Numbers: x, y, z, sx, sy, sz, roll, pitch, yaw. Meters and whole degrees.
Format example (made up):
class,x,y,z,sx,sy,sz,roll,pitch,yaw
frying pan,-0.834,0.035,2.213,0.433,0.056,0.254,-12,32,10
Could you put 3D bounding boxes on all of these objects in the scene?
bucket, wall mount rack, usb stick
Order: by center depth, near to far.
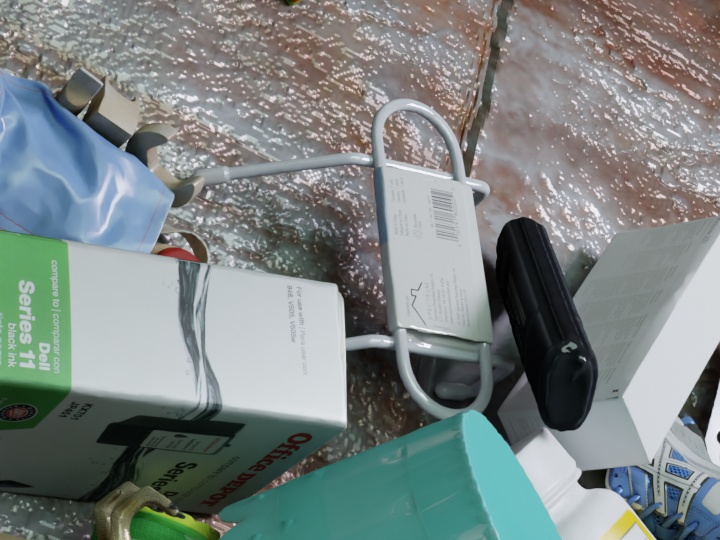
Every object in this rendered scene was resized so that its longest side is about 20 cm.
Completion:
class,x,y,z,sx,sy,sz,roll,pitch,yaw
bucket,0.033,0.176,1.254,0.207,0.135,0.207,60,11,-20
usb stick,0.102,0.027,1.442,0.033,0.056,0.200,0,22,-5
wall mount rack,0.000,0.000,1.446,0.174,0.075,0.200,11,60,-32

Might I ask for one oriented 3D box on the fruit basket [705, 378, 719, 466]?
class,x,y,z,sx,sy,sz,roll,pitch,yaw
fruit basket,0.299,0.137,1.546,0.200,0.094,0.185,29,53,-12

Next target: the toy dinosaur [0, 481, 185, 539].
class,x,y,z,sx,sy,sz,roll,pitch,yaw
toy dinosaur,-0.128,0.150,1.239,0.200,0.058,0.101,35,77,8

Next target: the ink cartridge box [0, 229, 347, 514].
class,x,y,z,sx,sy,sz,roll,pitch,yaw
ink cartridge box,-0.124,0.055,1.285,0.200,0.147,0.083,9,63,-28

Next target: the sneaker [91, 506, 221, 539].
class,x,y,z,sx,sy,sz,roll,pitch,yaw
sneaker,-0.076,0.205,1.282,0.084,0.074,0.200,-28,82,-43

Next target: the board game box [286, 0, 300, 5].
class,x,y,z,sx,sy,sz,roll,pitch,yaw
board game box,-0.064,-0.269,1.526,0.048,0.102,0.200,-36,87,-39

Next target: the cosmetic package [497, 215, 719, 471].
class,x,y,z,sx,sy,sz,roll,pitch,yaw
cosmetic package,0.158,0.042,1.487,0.200,0.082,0.051,-51,122,-49

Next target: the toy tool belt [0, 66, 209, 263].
class,x,y,z,sx,sy,sz,roll,pitch,yaw
toy tool belt,-0.150,-0.041,1.335,0.200,0.123,0.125,29,53,-17

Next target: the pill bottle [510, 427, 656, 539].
class,x,y,z,sx,sy,sz,roll,pitch,yaw
pill bottle,0.125,0.191,1.391,0.200,0.114,0.114,51,50,2

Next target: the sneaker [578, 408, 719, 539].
class,x,y,z,sx,sy,sz,roll,pitch,yaw
sneaker,0.178,0.142,1.444,0.077,0.076,0.200,-12,31,-25
